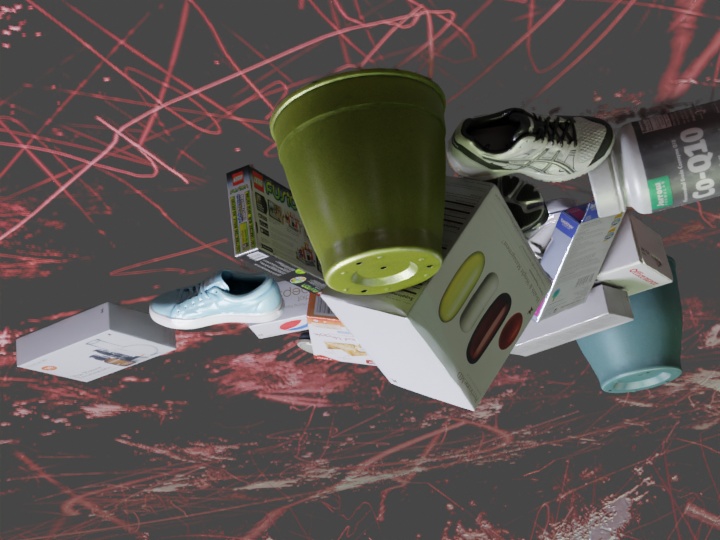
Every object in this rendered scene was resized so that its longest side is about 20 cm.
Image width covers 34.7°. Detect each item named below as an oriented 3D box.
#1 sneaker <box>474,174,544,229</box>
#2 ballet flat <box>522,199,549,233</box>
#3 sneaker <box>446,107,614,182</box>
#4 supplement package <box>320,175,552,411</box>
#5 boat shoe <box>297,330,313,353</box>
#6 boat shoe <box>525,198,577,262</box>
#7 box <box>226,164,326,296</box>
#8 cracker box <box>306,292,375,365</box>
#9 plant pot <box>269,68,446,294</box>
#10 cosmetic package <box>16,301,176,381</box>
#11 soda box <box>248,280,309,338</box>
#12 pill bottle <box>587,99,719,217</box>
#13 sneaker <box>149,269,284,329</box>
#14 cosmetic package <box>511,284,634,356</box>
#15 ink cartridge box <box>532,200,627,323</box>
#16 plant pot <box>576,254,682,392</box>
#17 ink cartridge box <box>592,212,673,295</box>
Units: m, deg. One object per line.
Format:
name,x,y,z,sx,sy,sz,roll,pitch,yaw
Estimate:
sneaker,0.157,-0.077,1.533,0.199,0.081,0.083,-12,175,35
ballet flat,0.171,-0.060,1.602,0.199,0.067,0.057,-26,116,34
sneaker,0.201,-0.149,1.331,0.199,0.076,0.088,-8,159,-4
supplement package,0.097,0.022,1.394,0.147,0.200,0.191,14,151,44
boat shoe,-0.013,0.118,1.948,0.199,0.062,0.075,11,169,-23
boat shoe,0.246,-0.028,1.646,0.074,0.087,0.202,4,156,-30
box,-0.092,-0.045,1.430,0.035,0.111,0.200,-18,157,23
cracker box,-0.003,0.081,1.644,0.133,0.058,0.200,6,160,4
plant pot,0.010,-0.084,1.256,0.199,0.194,0.201,-7,159,-3
cosmetic package,-0.411,0.115,1.796,0.199,0.052,0.151,-21,154,28
soda box,-0.071,0.048,1.745,0.199,0.064,0.068,-11,159,6
pill bottle,0.375,-0.133,1.392,0.199,0.114,0.113,-14,159,12
sneaker,-0.211,0.030,1.660,0.199,0.074,0.082,-6,130,4
cosmetic package,0.308,0.078,1.764,0.199,0.051,0.082,-23,159,36
ink cartridge box,0.301,-0.029,1.601,0.119,0.042,0.201,-18,138,-43
plant pot,0.444,0.097,1.911,0.199,0.189,0.200,-8,160,-3
ink cartridge box,0.354,-0.004,1.759,0.199,0.083,0.147,-20,157,28
